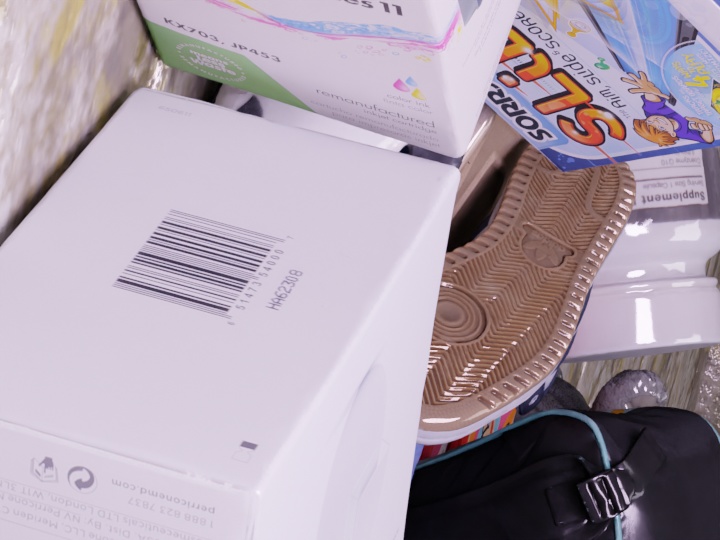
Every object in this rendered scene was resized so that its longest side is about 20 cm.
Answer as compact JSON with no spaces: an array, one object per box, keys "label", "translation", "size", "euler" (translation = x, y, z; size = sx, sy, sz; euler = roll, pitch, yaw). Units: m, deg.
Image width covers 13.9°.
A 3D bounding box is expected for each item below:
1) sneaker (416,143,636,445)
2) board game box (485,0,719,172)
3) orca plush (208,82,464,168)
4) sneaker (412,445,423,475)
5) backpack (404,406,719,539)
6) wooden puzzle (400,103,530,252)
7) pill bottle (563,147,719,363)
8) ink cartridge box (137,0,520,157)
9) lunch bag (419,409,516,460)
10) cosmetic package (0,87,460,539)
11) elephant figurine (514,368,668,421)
[{"label":"sneaker","translation":[0.047,0.033,1.226],"size":[0.200,0.070,0.109],"euler":[-50,170,-47]},{"label":"board game box","translation":[0.062,-0.110,1.025],"size":[0.200,0.135,0.035],"euler":[39,60,-32]},{"label":"orca plush","translation":[-0.023,-0.045,1.107],"size":[0.071,0.105,0.201],"euler":[-2,-112,68]},{"label":"sneaker","translation":[-0.011,0.137,1.276],"size":[0.201,0.077,0.076],"euler":[-64,168,13]},{"label":"backpack","translation":[0.084,0.158,1.311],"size":[0.153,0.199,0.177],"euler":[4,71,-47]},{"label":"wooden puzzle","translation":[0.000,0.000,1.228],"size":[0.186,0.046,0.200],"euler":[-54,172,1]},{"label":"pill bottle","translation":[0.127,-0.057,1.503],"size":[0.114,0.113,0.201],"euler":[10,74,-78]},{"label":"ink cartridge box","translation":[-0.017,-0.116,0.923],"size":[0.200,0.117,0.068],"euler":[72,38,-69]},{"label":"lunch bag","translation":[0.021,0.066,1.427],"size":[0.176,0.082,0.201],"euler":[-46,150,-57]},{"label":"cosmetic package","translation":[-0.063,0.081,0.952],"size":[0.200,0.122,0.201],"euler":[-57,157,-55]},{"label":"elephant figurine","translation":[0.086,0.108,1.582],"size":[0.142,0.154,0.201],"euler":[-63,159,-62]}]
